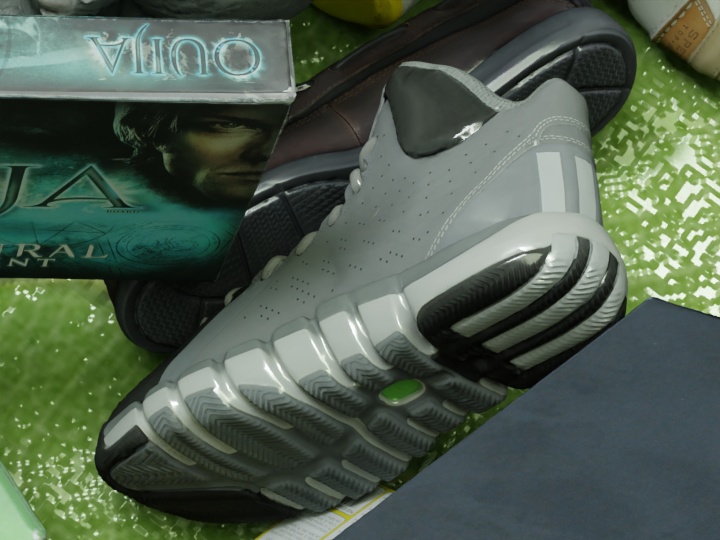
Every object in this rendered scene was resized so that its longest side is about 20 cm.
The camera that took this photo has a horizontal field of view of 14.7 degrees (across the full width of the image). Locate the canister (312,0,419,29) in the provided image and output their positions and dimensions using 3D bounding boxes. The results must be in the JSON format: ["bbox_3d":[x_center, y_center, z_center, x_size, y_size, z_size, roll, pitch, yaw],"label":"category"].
[{"bbox_3d":[0.034,-0.199,0.963,0.200,0.086,0.149,-43,121,-16],"label":"canister"}]

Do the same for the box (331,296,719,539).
[{"bbox_3d":[0.077,0.147,0.764,0.124,0.198,0.200,19,38,37],"label":"box"}]

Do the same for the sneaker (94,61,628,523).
[{"bbox_3d":[0.000,0.000,0.881,0.075,0.199,0.116,35,42,-39],"label":"sneaker"}]

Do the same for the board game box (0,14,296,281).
[{"bbox_3d":[-0.128,-0.034,0.801,0.199,0.135,0.028,0,69,-13],"label":"board game box"}]

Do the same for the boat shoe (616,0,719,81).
[{"bbox_3d":[0.176,-0.145,0.998,0.200,0.075,0.068,-41,85,-8],"label":"boat shoe"}]

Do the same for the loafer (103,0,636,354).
[{"bbox_3d":[-0.003,-0.040,0.947,0.199,0.072,0.063,-29,50,-12],"label":"loafer"}]

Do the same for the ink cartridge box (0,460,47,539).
[{"bbox_3d":[-0.211,0.048,0.875,0.145,0.088,0.200,-32,80,-17],"label":"ink cartridge box"}]

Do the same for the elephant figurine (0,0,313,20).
[{"bbox_3d":[-0.086,-0.088,0.898,0.155,0.200,0.141,43,50,13],"label":"elephant figurine"}]

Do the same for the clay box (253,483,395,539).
[{"bbox_3d":[-0.046,0.147,0.848,0.200,0.115,0.048,-38,111,-15],"label":"clay box"}]
